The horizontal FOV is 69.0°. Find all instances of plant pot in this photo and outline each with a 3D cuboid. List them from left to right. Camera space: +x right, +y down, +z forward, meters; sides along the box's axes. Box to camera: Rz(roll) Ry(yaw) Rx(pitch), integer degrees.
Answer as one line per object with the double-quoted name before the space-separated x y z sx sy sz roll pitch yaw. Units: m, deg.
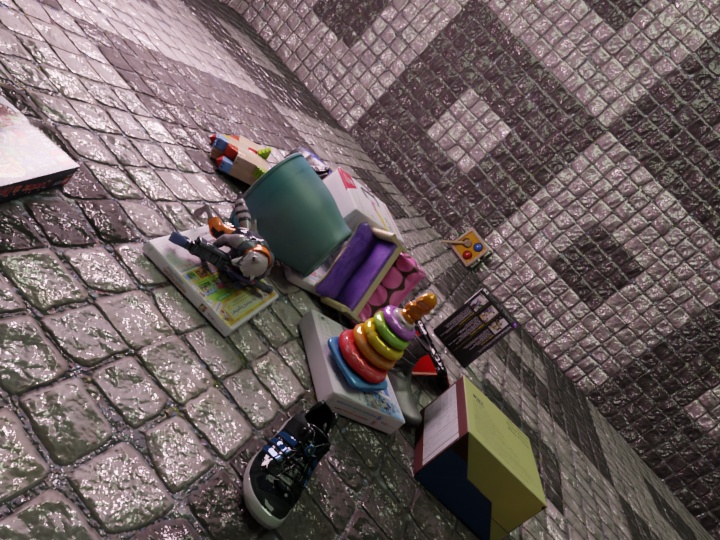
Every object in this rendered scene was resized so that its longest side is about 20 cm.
"plant pot" -0.124 -0.098 1.054 0.188 0.200 0.200 46 17 -1

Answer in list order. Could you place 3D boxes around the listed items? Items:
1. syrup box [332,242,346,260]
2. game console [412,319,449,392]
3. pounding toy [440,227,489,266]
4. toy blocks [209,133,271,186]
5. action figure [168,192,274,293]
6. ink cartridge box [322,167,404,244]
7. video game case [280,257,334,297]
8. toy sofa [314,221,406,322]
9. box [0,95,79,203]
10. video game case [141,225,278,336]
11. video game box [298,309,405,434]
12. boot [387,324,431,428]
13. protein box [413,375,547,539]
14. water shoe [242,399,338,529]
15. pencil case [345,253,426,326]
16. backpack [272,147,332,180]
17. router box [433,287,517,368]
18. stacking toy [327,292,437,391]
"syrup box" -0.011 -0.011 1.282 0.079 0.081 0.200 52 6 -22
"game console" 0.126 0.212 1.277 0.200 0.118 0.173 -111 -176 -49
"pounding toy" 0.578 -0.137 2.884 0.200 0.184 0.142 54 13 6
"toy blocks" -0.298 -0.278 1.261 0.136 0.100 0.200 25 24 -24
"action figure" -0.211 -0.055 0.858 0.200 0.105 0.194 32 12 -46
"ink cartridge box" -0.001 -0.127 1.231 0.200 0.086 0.148 28 31 -48
"video game case" -0.110 -0.006 1.190 0.200 0.024 0.182 31 23 -41
"toy sofa" 0.000 0.000 1.115 0.083 0.200 0.098 21 -18 49
"box" -0.464 -0.149 0.641 0.137 0.038 0.200 43 18 -11
"video game case" -0.236 0.008 0.864 0.182 0.023 0.200 47 16 -1
"video game box" -0.018 0.182 0.952 0.182 0.047 0.200 31 24 -35
"boot" 0.092 0.196 1.037 0.070 0.132 0.200 22 29 -54
"protein box" 0.217 0.349 0.989 0.199 0.135 0.200 44 18 -6
"water shoe" -0.082 0.225 0.650 0.072 0.079 0.200 45 17 -6
"pencil case" 0.059 0.054 1.160 0.091 0.200 0.094 41 -4 -31
"backpack" -0.139 -0.200 1.335 0.200 0.162 0.168 47 -1 41
"router box" 0.338 0.171 1.560 0.149 0.200 0.051 51 20 10
"stacking toy" 0.050 0.103 0.878 0.116 0.200 0.110 19 32 -53
